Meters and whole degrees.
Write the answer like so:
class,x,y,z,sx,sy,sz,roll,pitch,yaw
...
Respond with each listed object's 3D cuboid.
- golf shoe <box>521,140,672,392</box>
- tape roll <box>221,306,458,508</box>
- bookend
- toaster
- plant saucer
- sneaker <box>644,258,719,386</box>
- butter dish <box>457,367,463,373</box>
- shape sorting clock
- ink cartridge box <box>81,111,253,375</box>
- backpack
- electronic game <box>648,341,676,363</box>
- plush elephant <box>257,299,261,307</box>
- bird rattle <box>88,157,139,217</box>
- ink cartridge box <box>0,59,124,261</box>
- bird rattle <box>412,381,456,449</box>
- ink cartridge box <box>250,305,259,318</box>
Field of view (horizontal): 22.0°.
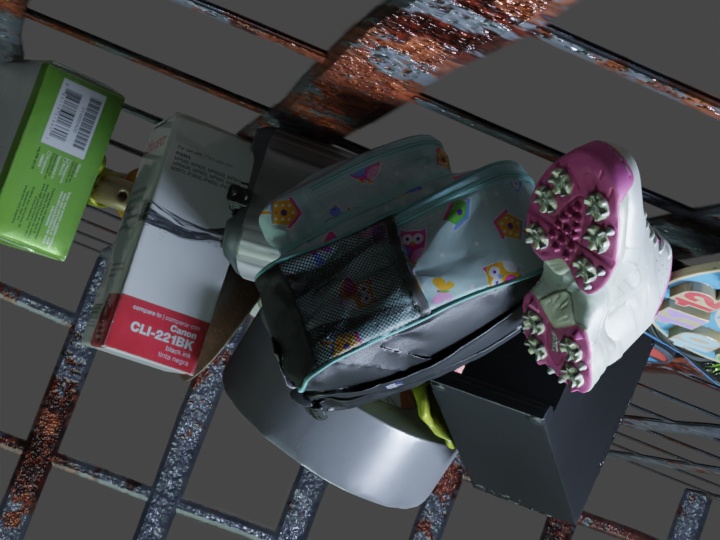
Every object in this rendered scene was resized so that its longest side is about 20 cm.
class,x,y,z,sx,sy,sz,roll,pitch,yaw
golf shoe,0.149,-0.014,1.121,0.075,0.091,0.201,46,153,29
tape roll,-0.013,0.109,1.510,0.200,0.066,0.200,30,-167,-8
bookend,0.148,0.056,1.393,0.092,0.200,0.200,18,158,23
toaster,-0.027,-0.037,1.397,0.128,0.114,0.200,16,173,3
plant saucer,-0.119,0.006,1.667,0.037,0.201,0.200,32,171,-13
sneaker,0.270,0.048,1.328,0.199,0.071,0.083,26,178,-21
butter dish,0.108,0.094,1.881,0.199,0.149,0.199,23,172,-18
shape sorting clock,0.283,0.038,1.196,0.199,0.039,0.200,15,159,6
ink cartridge box,-0.159,-0.020,1.554,0.083,0.201,0.144,18,174,-14
backpack,0.035,-0.002,1.229,0.199,0.154,0.176,-17,167,3
electronic game,0.190,0.043,1.670,0.199,0.042,0.200,21,173,3
plush elephant,0.007,0.098,1.688,0.199,0.156,0.165,1,161,6
bird rattle,-0.209,-0.075,1.807,0.199,0.113,0.163,8,-175,14
ink cartridge box,-0.294,-0.098,1.566,0.075,0.149,0.200,23,174,-31
bird rattle,0.084,0.035,1.440,0.112,0.200,0.163,38,136,10
ink cartridge box,-0.054,0.036,1.871,0.116,0.067,0.200,20,165,40
